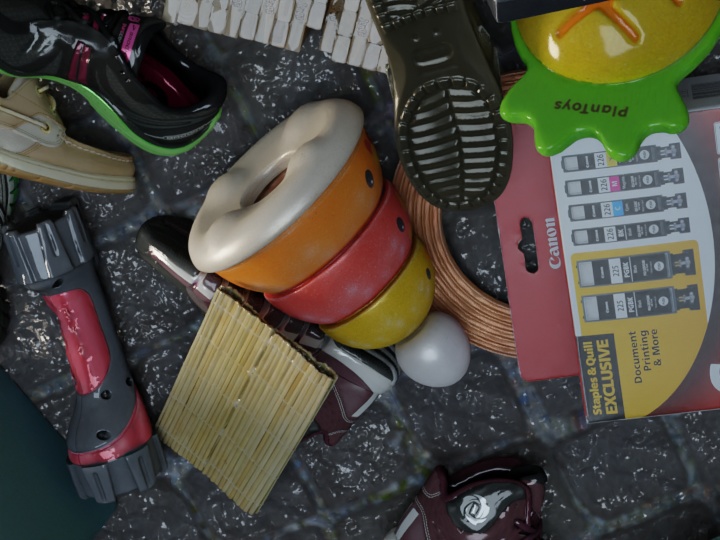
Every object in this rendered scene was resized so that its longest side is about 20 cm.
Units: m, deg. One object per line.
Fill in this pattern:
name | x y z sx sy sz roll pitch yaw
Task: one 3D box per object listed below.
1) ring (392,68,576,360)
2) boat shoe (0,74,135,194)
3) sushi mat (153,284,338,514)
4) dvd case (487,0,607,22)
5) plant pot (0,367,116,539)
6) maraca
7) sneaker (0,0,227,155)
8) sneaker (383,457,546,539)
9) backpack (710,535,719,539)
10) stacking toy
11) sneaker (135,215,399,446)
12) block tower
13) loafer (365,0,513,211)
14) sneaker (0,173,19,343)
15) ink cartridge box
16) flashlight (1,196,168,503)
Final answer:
ring | 0.119 -0.037 1.441 0.200 0.019 0.201 2 109 7
boat shoe | -0.229 -0.098 1.407 0.200 0.074 0.069 15 88 -34
sushi mat | -0.079 0.089 1.440 0.096 0.012 0.200 41 144 8
dvd case | 0.157 -0.219 1.288 0.200 0.150 0.025 -12 137 -5
plant pot | -0.280 0.184 1.465 0.141 0.200 0.141 -36 100 16
maraca | 0.155 -0.150 1.322 0.137 0.200 0.107 4 148 21
sneaker | -0.169 -0.147 1.383 0.200 0.077 0.084 27 144 -28
sneaker | 0.121 0.197 1.481 0.200 0.076 0.116 25 106 -1
backpack | 0.274 0.255 1.439 0.200 0.153 0.176 -14 109 -15
stacking toy | 0.000 0.000 1.416 0.146 0.146 0.200 -39 111 17
sneaker | -0.082 0.056 1.468 0.200 0.076 0.116 32 114 -3
block tower | -0.021 -0.168 1.395 0.200 0.054 0.058 15 110 1
loafer | 0.051 -0.129 1.340 0.076 0.067 0.200 -6 123 11
sneaker | -0.273 -0.021 1.457 0.078 0.085 0.200 0 105 7
ink cartridge box | 0.174 -0.012 1.388 0.175 0.084 0.200 -8 108 9
flashlight | -0.192 0.057 1.481 0.068 0.068 0.200 -19 108 -2
